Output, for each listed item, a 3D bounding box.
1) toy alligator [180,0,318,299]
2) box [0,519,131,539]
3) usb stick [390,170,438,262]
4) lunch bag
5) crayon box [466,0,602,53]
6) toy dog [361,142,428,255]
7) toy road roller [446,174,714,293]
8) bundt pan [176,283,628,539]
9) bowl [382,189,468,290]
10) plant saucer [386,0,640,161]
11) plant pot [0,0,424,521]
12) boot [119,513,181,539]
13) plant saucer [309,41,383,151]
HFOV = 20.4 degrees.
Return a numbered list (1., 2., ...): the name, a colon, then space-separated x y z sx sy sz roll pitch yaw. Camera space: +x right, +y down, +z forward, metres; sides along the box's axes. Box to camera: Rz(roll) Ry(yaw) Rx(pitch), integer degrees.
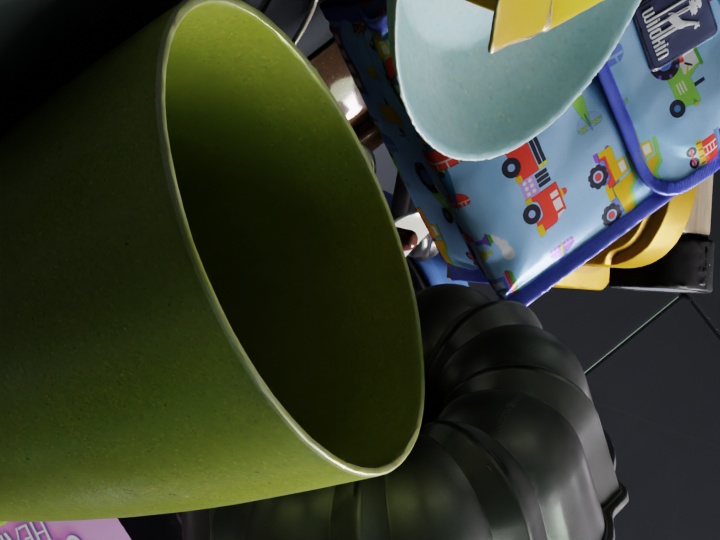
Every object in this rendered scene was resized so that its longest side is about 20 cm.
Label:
1. toy alligator: -0.056 -0.057 0.853 0.059 0.054 0.202 43 -63 57
2. box: -0.217 0.175 0.881 0.199 0.097 0.176 -37 173 17
3. usb stick: 0.044 -0.089 1.054 0.056 0.032 0.201 -86 -175 -45
4. lunch bag: 0.107 -0.101 0.934 0.199 0.151 0.094 -31 -162 -9
5. crayon box: 0.091 -0.169 0.729 0.200 0.051 0.128 -32 139 -49
6. toy dog: 0.000 0.000 1.009 0.200 0.095 0.133 4 95 -69
7. toy road roller: 0.097 -0.055 1.092 0.199 0.124 0.145 3 179 45
8. bundt pan: 0.012 0.073 0.851 0.201 0.201 0.076 -35 132 -32
9. bowl: -0.028 0.044 1.214 0.200 0.201 0.039 -40 170 21
10. plant saucer: 0.064 -0.145 0.812 0.201 0.039 0.202 -36 140 -36
11. plant pot: -0.105 0.019 0.770 0.199 0.189 0.187 -22 -179 22
12. boot: -0.134 0.083 1.016 0.076 0.169 0.200 -39 174 12
13. plant saucer: -0.007 -0.090 1.125 0.200 0.037 0.200 -37 174 -4
